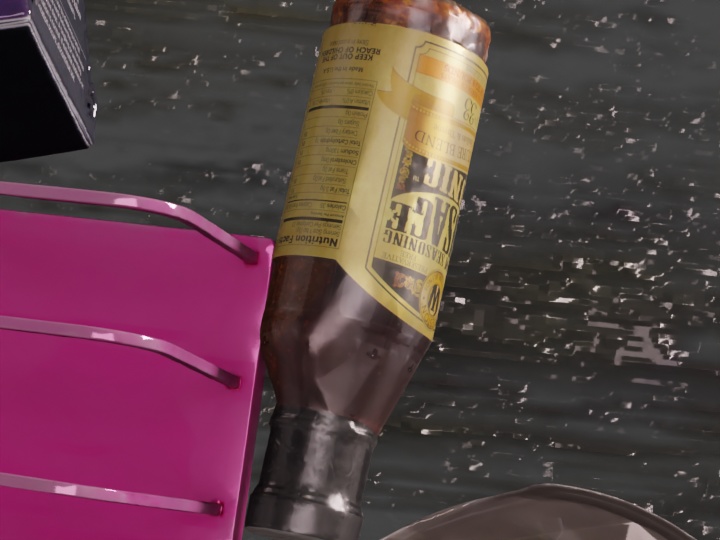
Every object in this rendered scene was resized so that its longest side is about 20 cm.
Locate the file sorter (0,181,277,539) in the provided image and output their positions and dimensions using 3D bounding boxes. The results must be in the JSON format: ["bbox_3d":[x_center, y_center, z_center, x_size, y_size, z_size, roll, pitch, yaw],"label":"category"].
[{"bbox_3d":[-0.122,0.072,0.788,0.139,0.125,0.200,6,83,13],"label":"file sorter"}]

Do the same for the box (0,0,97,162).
[{"bbox_3d":[-0.179,-0.139,0.800,0.148,0.104,0.200,-9,69,2],"label":"box"}]

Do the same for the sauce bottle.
[{"bbox_3d":[0.000,0.000,0.824,0.066,0.066,0.200,11,81,3],"label":"sauce bottle"}]

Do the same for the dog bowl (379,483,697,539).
[{"bbox_3d":[0.060,0.175,0.830,0.200,0.059,0.200,0,87,2],"label":"dog bowl"}]
